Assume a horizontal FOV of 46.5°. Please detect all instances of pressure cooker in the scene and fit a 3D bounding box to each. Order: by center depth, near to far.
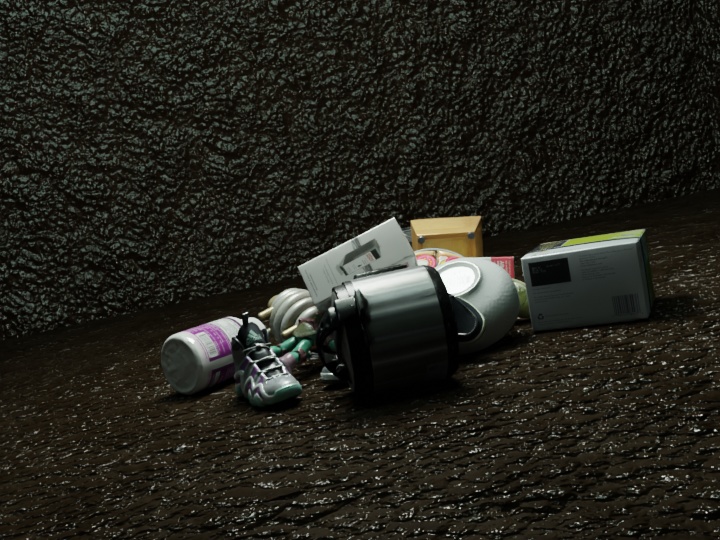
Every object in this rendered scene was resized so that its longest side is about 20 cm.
[{"bbox_3d":[0.032,0.091,1.231,0.197,0.179,0.179,-12,13,-7],"label":"pressure cooker"}]

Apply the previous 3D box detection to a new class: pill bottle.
[{"bbox_3d":[-0.265,0.150,1.564,0.111,0.114,0.199,-7,6,37],"label":"pill bottle"}]

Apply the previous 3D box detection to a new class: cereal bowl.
[{"bbox_3d":[0.169,0.045,1.437,0.197,0.084,0.201,-16,35,11],"label":"cereal bowl"}]

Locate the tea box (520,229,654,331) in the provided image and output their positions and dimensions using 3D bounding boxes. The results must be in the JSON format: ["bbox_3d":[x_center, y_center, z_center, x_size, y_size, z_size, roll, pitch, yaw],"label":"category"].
[{"bbox_3d":[0.407,0.014,1.485,0.197,0.136,0.196,-8,7,25],"label":"tea box"}]

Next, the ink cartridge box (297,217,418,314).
[{"bbox_3d":[0.000,0.000,1.536,0.198,0.084,0.147,-27,-16,0],"label":"ink cartridge box"}]

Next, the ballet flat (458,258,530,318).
[{"bbox_3d":[0.257,0.037,1.562,0.198,0.070,0.069,22,6,-1],"label":"ballet flat"}]

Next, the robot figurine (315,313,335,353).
[{"bbox_3d":[-0.021,0.071,1.634,0.143,0.202,0.058,-15,-29,1],"label":"robot figurine"}]

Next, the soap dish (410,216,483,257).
[{"bbox_3d":[0.193,-0.013,1.843,0.155,0.203,0.081,-3,19,8],"label":"soap dish"}]

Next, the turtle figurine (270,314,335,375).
[{"bbox_3d":[-0.085,0.132,1.505,0.199,0.102,0.149,-25,7,-37],"label":"turtle figurine"}]

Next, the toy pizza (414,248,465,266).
[{"bbox_3d":[0.149,0.036,1.600,0.197,0.202,0.032,-12,-32,-12],"label":"toy pizza"}]

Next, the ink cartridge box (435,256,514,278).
[{"bbox_3d":[0.213,0.024,1.724,0.197,0.085,0.145,-1,-9,5],"label":"ink cartridge box"}]

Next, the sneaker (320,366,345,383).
[{"bbox_3d":[0.010,0.108,1.382,0.198,0.123,0.083,-16,7,-40],"label":"sneaker"}]

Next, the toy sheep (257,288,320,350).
[{"bbox_3d":[-0.123,0.105,1.702,0.137,0.140,0.199,-15,36,-37],"label":"toy sheep"}]

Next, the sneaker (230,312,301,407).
[{"bbox_3d":[-0.163,0.136,1.336,0.077,0.142,0.199,-13,5,-31],"label":"sneaker"}]

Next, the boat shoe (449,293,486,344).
[{"bbox_3d":[0.114,0.057,1.357,0.199,0.075,0.062,32,-1,30],"label":"boat shoe"}]

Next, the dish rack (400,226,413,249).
[{"bbox_3d":[0.080,0.010,1.904,0.054,0.203,0.153,25,21,27],"label":"dish rack"}]
